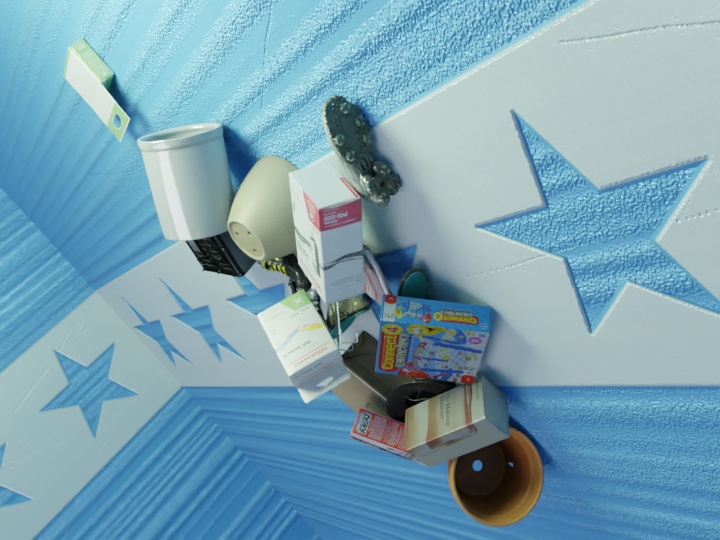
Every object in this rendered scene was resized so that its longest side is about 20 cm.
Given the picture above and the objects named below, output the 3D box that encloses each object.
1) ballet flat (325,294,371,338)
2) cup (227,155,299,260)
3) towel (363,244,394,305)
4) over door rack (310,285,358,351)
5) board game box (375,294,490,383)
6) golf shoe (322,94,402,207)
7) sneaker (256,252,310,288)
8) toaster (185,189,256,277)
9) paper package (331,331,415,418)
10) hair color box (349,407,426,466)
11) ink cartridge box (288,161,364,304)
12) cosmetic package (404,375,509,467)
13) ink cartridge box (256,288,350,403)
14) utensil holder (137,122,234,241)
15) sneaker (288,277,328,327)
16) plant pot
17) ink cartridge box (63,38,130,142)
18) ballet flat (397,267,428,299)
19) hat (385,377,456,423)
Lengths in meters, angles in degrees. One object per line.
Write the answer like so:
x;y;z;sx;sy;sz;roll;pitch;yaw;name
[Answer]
-0.037;0.087;1.597;0.076;0.067;0.200;62;148;12;ballet flat
-0.179;-0.103;1.428;0.199;0.143;0.201;32;151;21;cup
0.000;0.000;1.383;0.147;0.030;0.200;61;167;-24;towel
-0.063;0.066;1.469;0.148;0.066;0.202;110;144;-78;over door rack
0.129;0.131;1.338;0.193;0.056;0.201;6;145;3;board game box
-0.019;-0.190;1.178;0.097;0.078;0.201;12;138;54;golf shoe
-0.173;-0.019;1.539;0.200;0.084;0.075;48;159;42;sneaker
-0.335;-0.095;1.668;0.180;0.119;0.201;7;135;47;toaster
0.034;0.271;1.699;0.190;0.104;0.201;36;152;14;paper package
0.079;0.374;1.603;0.198;0.065;0.111;20;162;4;hair color box
-0.058;-0.065;1.268;0.146;0.084;0.202;-128;26;-48;ink cartridge box
0.189;0.303;1.436;0.199;0.104;0.087;-32;125;30;cosmetic package
-0.114;0.153;1.465;0.201;0.116;0.068;57;171;28;ink cartridge box
-0.341;-0.179;1.445;0.169;0.169;0.202;13;119;44;utensil holder
-0.120;0.069;1.595;0.200;0.078;0.131;-101;3;-54;sneaker
0.269;0.424;1.525;0.200;0.200;0.140;44;168;-2;plant pot
-0.594;-0.410;1.655;0.200;0.048;0.145;48;152;-9;ink cartridge box
0.097;0.060;1.376;0.064;0.067;0.201;55;164;46;ballet flat
0.150;0.266;1.543;0.198;0.082;0.202;7;139;6;hat
